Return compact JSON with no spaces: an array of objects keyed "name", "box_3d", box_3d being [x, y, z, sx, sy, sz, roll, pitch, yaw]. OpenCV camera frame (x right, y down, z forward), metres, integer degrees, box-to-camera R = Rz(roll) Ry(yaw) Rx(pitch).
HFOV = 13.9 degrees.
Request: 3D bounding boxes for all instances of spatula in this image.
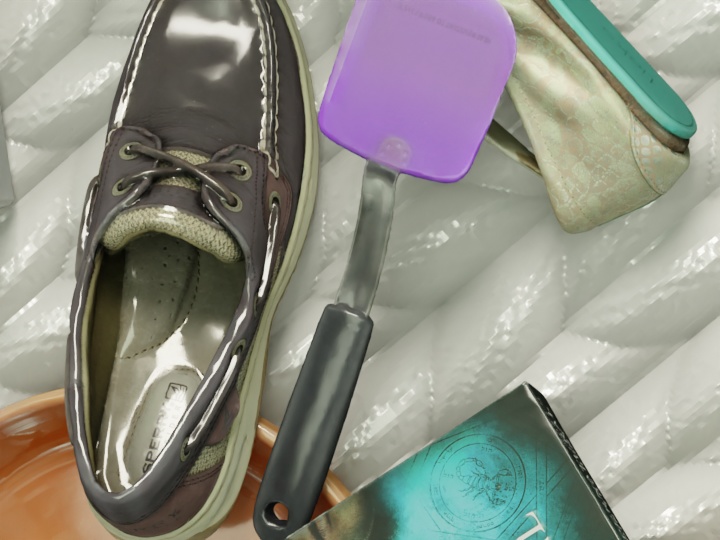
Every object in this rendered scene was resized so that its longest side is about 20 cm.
[{"name":"spatula","box_3d":[0.000,0.000,0.960,0.056,0.021,0.200,21,108,14]}]

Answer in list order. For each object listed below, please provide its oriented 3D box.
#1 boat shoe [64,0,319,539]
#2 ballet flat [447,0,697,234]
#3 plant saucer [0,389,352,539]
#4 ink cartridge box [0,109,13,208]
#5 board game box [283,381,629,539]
[{"name":"boat shoe","box_3d":[-0.058,-0.010,0.973,0.072,0.065,0.200,9,79,8]},{"name":"ballet flat","box_3d":[0.030,-0.098,0.969,0.062,0.067,0.200,-38,85,21]},{"name":"plant saucer","box_3d":[-0.079,0.138,1.019,0.200,0.032,0.201,0,92,11]},{"name":"ink cartridge box","box_3d":[-0.239,-0.074,0.981,0.200,0.145,0.146,-8,92,11]},{"name":"board game box","box_3d":[0.049,0.154,0.936,0.135,0.028,0.200,-34,68,7]}]
